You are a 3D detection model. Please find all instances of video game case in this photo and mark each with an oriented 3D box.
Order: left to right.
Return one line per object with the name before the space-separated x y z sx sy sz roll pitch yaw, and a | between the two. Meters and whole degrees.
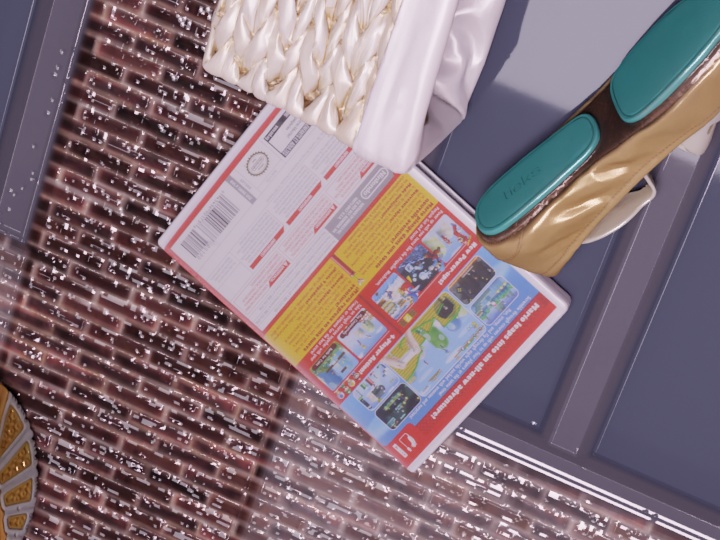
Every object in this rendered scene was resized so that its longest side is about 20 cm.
video game case | 0.000 0.000 1.115 0.200 0.017 0.143 42 114 0

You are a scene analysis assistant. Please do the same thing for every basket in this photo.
basket | 0.013 -0.172 0.990 0.122 0.136 0.202 21 112 11

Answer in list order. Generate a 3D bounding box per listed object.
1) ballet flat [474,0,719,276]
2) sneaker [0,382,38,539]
ballet flat | 0.144 -0.071 1.034 0.063 0.069 0.200 33 120 -28
sneaker | -0.259 0.085 1.202 0.087 0.075 0.202 -3 106 34
